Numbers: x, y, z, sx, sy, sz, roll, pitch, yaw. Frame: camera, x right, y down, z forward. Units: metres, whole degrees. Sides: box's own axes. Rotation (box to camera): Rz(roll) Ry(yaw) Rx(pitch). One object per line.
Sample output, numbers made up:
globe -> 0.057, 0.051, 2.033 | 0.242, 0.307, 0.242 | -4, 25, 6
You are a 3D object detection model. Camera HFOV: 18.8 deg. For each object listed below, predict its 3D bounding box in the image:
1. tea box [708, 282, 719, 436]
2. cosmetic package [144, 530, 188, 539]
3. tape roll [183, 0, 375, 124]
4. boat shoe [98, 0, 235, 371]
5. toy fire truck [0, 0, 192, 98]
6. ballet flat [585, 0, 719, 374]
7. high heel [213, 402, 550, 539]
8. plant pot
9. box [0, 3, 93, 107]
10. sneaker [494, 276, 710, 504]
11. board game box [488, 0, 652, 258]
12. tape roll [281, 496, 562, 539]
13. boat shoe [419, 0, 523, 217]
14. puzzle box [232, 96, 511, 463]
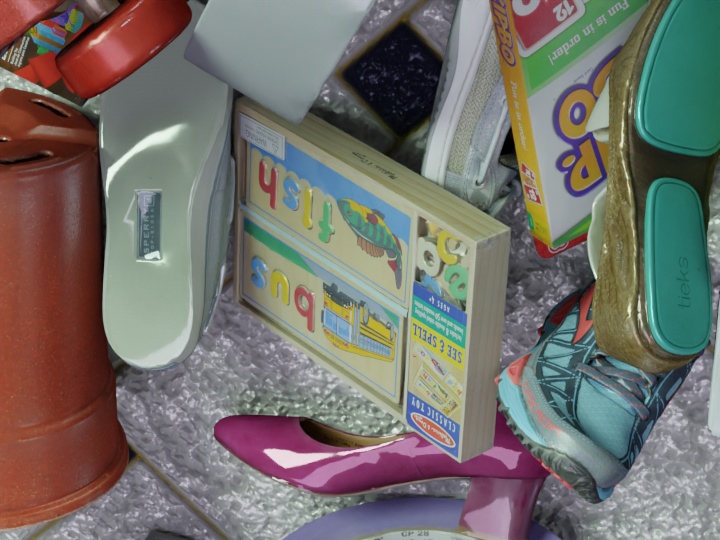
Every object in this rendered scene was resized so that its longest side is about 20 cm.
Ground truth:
tea box -> 0.244, -0.047, 1.032 | 0.133, 0.197, 0.201 | 8, 120, 9
cosmetic package -> -0.124, 0.277, 1.363 | 0.090, 0.107, 0.201 | 13, 123, 8
tape roll -> -0.006, -0.170, 1.025 | 0.066, 0.200, 0.201 | 30, 122, -4
boat shoe -> -0.104, -0.047, 1.191 | 0.070, 0.072, 0.202 | 6, 94, 9
toy fire truck -> -0.164, -0.136, 1.037 | 0.168, 0.200, 0.112 | -30, 107, 25
ballet flat -> 0.140, -0.047, 1.059 | 0.068, 0.201, 0.072 | 11, 167, -31
high heel -> 0.016, 0.088, 1.259 | 0.199, 0.067, 0.097 | 14, 100, 7
plant pot -> -0.222, 0.011, 1.198 | 0.200, 0.201, 0.196 | 10, 113, 9
box -> -0.171, -0.201, 1.144 | 0.136, 0.039, 0.200 | 26, 122, 0
sneaker -> 0.131, 0.038, 1.108 | 0.079, 0.200, 0.096 | 40, 119, -7
board game box -> 0.118, -0.101, 1.093 | 0.095, 0.030, 0.201 | -25, 128, -17
tape roll -> 0.033, 0.219, 1.234 | 0.199, 0.200, 0.085 | 3, 120, 13
boat shoe -> 0.072, -0.085, 1.129 | 0.064, 0.074, 0.203 | 14, 112, 4
puzzle box -> 0.000, 0.000, 1.155 | 0.200, 0.025, 0.134 | 32, 131, 41
